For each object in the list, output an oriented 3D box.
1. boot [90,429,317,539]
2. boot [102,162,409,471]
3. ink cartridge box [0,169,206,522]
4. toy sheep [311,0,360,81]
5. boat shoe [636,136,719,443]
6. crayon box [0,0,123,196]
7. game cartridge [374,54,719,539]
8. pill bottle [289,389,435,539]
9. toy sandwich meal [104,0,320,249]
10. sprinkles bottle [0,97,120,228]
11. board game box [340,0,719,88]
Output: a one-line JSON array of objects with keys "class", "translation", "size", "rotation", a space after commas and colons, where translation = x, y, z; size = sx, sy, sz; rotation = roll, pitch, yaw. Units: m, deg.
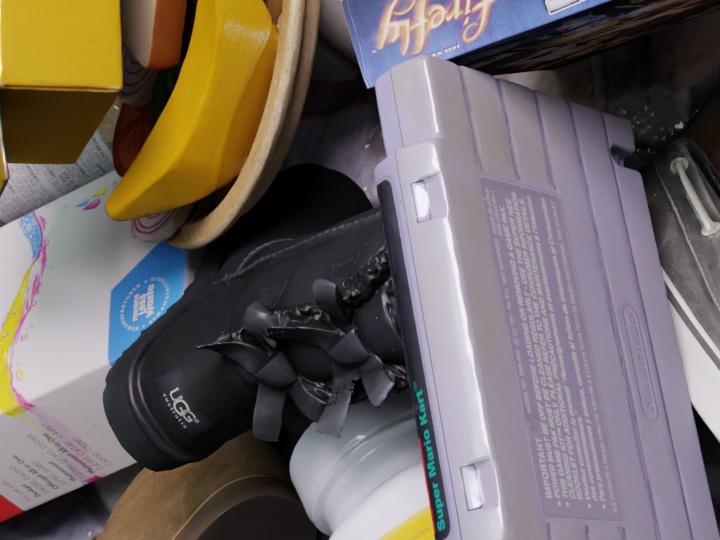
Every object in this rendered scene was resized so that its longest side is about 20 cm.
[{"class": "boot", "translation": [-0.104, 0.148, 0.874], "size": [0.200, 0.074, 0.076], "rotation": [-42, 36, 9]}, {"class": "boot", "translation": [0.000, -0.001, 0.780], "size": [0.162, 0.074, 0.198], "rotation": [-24, 17, 38]}, {"class": "ink cartridge box", "translation": [-0.140, 0.035, 0.909], "size": [0.199, 0.067, 0.117], "rotation": [-25, 44, 23]}, {"class": "toy sheep", "translation": [-0.001, -0.150, 0.869], "size": [0.138, 0.138, 0.201], "rotation": [36, 96, 36]}, {"class": "boat shoe", "translation": [0.153, 0.029, 0.741], "size": [0.064, 0.071, 0.201], "rotation": [-42, 55, 14]}, {"class": "crayon box", "translation": [-0.128, -0.121, 0.777], "size": [0.127, 0.050, 0.202], "rotation": [153, 116, -71]}, {"class": "game cartridge", "translation": [0.065, 0.033, 0.682], "size": [0.038, 0.129, 0.202], "rotation": [-26, 65, 41]}, {"class": "pill bottle", "translation": [0.050, 0.137, 0.741], "size": [0.112, 0.112, 0.201], "rotation": [-39, 57, 14]}, {"class": "toy sandwich meal", "translation": [-0.079, -0.109, 0.804], "size": [0.205, 0.070, 0.208], "rotation": [-14, 74, 61]}, {"class": "sprinkles bottle", "translation": [-0.134, -0.067, 0.957], "size": [0.199, 0.068, 0.069], "rotation": [-21, 63, 25]}, {"class": "board game box", "translation": [0.094, -0.109, 0.751], "size": [0.134, 0.200, 0.035], "rotation": [-18, 90, 26]}]
